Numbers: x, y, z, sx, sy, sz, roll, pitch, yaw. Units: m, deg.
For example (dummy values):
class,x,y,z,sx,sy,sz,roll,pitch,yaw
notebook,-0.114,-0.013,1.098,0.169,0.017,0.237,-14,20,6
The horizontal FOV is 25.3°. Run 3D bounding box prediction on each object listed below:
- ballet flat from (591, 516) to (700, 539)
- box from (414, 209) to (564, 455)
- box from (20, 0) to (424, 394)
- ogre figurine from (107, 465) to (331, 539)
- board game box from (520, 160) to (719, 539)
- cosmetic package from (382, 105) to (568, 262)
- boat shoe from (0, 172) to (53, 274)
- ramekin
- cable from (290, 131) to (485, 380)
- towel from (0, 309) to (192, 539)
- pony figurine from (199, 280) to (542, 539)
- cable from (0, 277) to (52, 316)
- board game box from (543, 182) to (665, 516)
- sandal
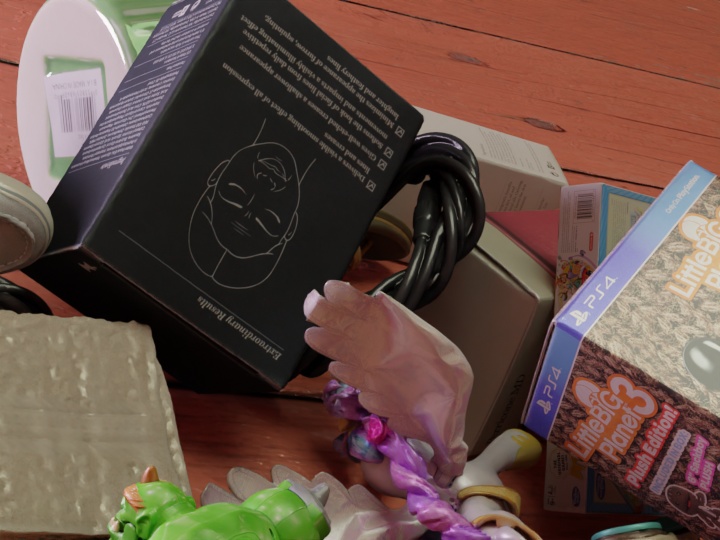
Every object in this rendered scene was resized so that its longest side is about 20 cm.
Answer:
class,x,y,z,sx,sy,sz,roll,pitch,yaw
ballet flat,0.160,0.175,0.903,0.069,0.070,0.200,30,3,19
box,0.127,0.037,1.099,0.200,0.128,0.109,-5,35,-44
box,-0.081,-0.048,0.948,0.148,0.200,0.107,39,-24,-24
ogre figurine,-0.074,0.154,0.692,0.200,0.120,0.098,3,30,-37
board game box,0.219,0.060,0.885,0.200,0.097,0.159,31,53,18
cosmetic package,0.051,-0.067,1.282,0.200,0.108,0.085,17,24,-14
boat shoe,-0.256,-0.013,0.822,0.201,0.070,0.072,4,34,-23
ramekin,-0.152,-0.104,1.086,0.098,0.200,0.200,-9,37,-37
cable,0.000,0.000,1.018,0.163,0.200,0.051,8,-32,50
towel,-0.178,0.078,0.799,0.200,0.034,0.133,10,51,-39
pony figurine,0.027,0.106,0.875,0.193,0.167,0.200,28,8,-5
cable,-0.266,0.030,0.876,0.200,0.051,0.163,3,25,-31
board game box,0.176,0.055,1.014,0.134,0.200,0.034,11,-10,-43
sandal,-0.030,-0.024,1.165,0.080,0.054,0.200,3,-7,26
